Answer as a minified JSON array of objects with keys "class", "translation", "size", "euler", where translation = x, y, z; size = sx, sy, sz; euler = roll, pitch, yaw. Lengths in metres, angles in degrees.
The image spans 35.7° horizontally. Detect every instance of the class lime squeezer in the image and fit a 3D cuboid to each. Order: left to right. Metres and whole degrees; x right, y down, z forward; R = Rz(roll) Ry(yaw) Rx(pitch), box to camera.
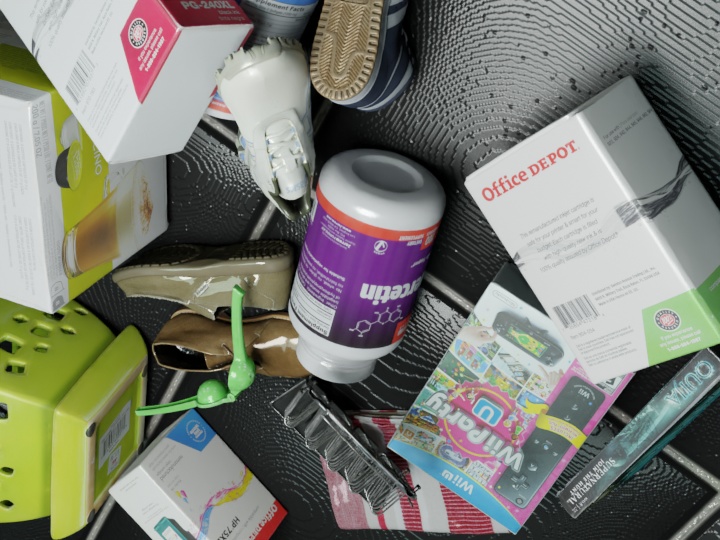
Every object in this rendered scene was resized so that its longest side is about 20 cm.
[{"class":"lime squeezer","translation":[-0.145,0.103,1.080],"size":[0.070,0.038,0.200],"euler":[31,123,-17]}]

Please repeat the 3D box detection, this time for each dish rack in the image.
[{"class":"dish rack","translation":[-0.014,0.162,1.029],"size":[0.153,0.200,0.055],"euler":[44,85,-1]}]

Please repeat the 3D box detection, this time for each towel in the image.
[{"class":"towel","translation":[0.051,0.207,1.139],"size":[0.199,0.023,0.145],"euler":[-4,114,26]}]

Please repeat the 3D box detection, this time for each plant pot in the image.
[{"class":"plant pot","translation":[-0.336,0.150,1.186],"size":[0.180,0.200,0.200],"euler":[16,120,10]}]

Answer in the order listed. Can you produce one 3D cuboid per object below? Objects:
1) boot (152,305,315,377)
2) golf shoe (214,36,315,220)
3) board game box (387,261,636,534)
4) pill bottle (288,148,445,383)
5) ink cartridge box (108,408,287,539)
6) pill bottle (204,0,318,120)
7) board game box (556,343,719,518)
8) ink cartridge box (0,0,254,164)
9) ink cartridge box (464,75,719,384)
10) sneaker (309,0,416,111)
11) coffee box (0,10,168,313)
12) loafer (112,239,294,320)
[{"class":"boot","translation":[-0.115,0.084,1.120],"size":[0.199,0.075,0.074],"euler":[5,115,20]},{"class":"golf shoe","translation":[-0.061,-0.110,0.901],"size":[0.078,0.200,0.098],"euler":[-23,72,-5]},{"class":"board game box","translation":[0.137,0.117,1.014],"size":[0.147,0.064,0.201],"euler":[33,117,7]},{"class":"pill bottle","translation":[0.000,0.000,1.001],"size":[0.112,0.112,0.201],"euler":[23,123,12]},{"class":"ink cartridge box","translation":[-0.159,0.264,1.205],"size":[0.200,0.116,0.067],"euler":[48,124,-5]},{"class":"pill bottle","translation":[-0.091,-0.234,0.924],"size":[0.112,0.112,0.200],"euler":[34,123,5]},{"class":"board game box","translation":[0.259,0.119,0.931],"size":[0.028,0.135,0.200],"euler":[48,127,20]},{"class":"ink cartridge box","translation":[-0.196,-0.210,0.888],"size":[0.200,0.083,0.145],"euler":[53,130,17]},{"class":"ink cartridge box","translation":[0.196,-0.028,0.878],"size":[0.201,0.084,0.145],"euler":[57,144,-3]},{"class":"sneaker","translation":[0.020,-0.225,0.913],"size":[0.070,0.108,0.201],"euler":[19,91,17]},{"class":"coffee box","translation":[-0.312,-0.112,1.032],"size":[0.199,0.198,0.201],"euler":[15,121,19]},{"class":"loafer","translation":[-0.155,0.014,1.101],"size":[0.199,0.076,0.068],"euler":[-2,108,26]}]
